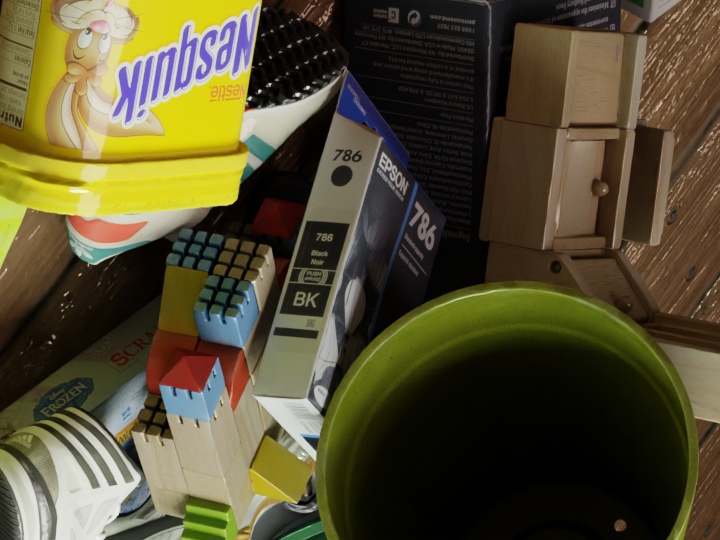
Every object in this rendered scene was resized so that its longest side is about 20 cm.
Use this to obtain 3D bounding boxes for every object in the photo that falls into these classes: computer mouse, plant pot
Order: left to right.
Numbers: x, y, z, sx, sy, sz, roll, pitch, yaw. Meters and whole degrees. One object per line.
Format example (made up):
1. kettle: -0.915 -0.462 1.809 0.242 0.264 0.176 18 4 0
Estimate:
1. computer mouse: -0.041 0.042 1.744 0.058 0.034 0.201 -1 91 -16
2. plant pot: 0.092 0.138 1.604 0.201 0.200 0.193 -52 155 -14

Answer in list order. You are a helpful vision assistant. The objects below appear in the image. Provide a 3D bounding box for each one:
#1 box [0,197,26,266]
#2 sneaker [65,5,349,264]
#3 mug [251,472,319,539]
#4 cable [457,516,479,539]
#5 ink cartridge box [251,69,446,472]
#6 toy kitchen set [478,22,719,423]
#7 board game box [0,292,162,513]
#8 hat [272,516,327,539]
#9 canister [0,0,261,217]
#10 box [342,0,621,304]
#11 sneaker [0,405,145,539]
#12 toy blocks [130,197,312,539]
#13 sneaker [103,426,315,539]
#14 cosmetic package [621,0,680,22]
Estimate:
1. box: -0.251 -0.001 1.419 0.200 0.048 0.122 8 109 -61
2. sneaker: -0.090 -0.071 1.619 0.200 0.070 0.094 -37 163 -40
3. mug: -0.017 0.149 1.852 0.200 0.147 0.176 -37 149 -38
4. cable: 0.070 0.170 1.780 0.200 0.050 0.098 48 36 -50
5. ink cartridge box: 0.000 0.000 1.622 0.099 0.039 0.201 48 50 -54
6. toy kitchen set: 0.188 -0.030 1.693 0.163 0.180 0.201 -4 102 -55
7. board game box: -0.156 0.134 1.718 0.200 0.041 0.200 -37 145 -37
8. hat: 0.004 0.258 1.747 0.199 0.176 0.166 -21 138 -4
9. canister: -0.110 -0.136 1.444 0.148 0.086 0.201 -7 112 -49
10. box: 0.073 -0.079 1.764 0.148 0.107 0.201 -19 114 -51
11. sneaker: -0.161 0.162 1.610 0.115 0.076 0.201 -30 138 -40
12. toy blocks: -0.072 0.037 1.606 0.137 0.099 0.200 79 28 -50
13. sneaker: -0.076 0.103 1.680 0.200 0.088 0.076 -50 169 -22
14. cosmetic package: 0.170 -0.268 1.799 0.085 0.107 0.201 -36 143 -35
